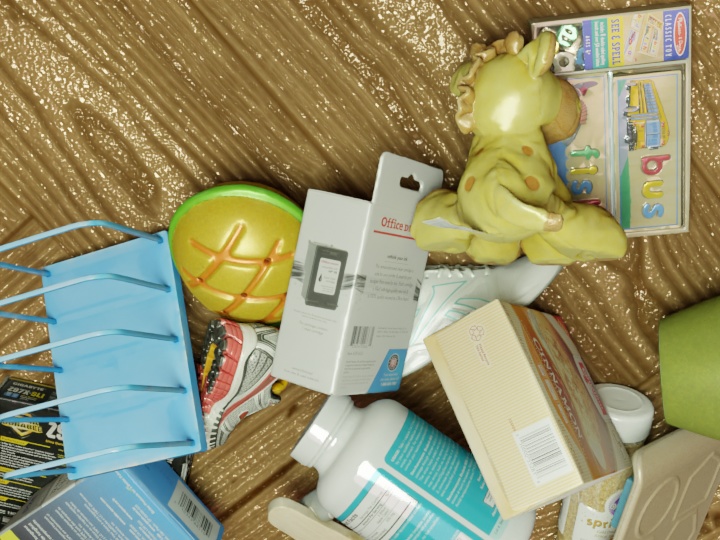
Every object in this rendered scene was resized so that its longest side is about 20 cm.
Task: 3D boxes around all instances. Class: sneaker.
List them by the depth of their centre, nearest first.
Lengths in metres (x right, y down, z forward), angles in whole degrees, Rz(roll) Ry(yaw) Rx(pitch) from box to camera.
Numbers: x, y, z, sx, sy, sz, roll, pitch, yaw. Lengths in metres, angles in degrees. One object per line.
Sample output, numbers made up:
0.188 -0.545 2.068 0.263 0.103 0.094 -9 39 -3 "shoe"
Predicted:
0.089 0.024 0.923 0.200 0.070 0.080 -29 88 8 "sneaker"
-0.109 0.112 0.933 0.082 0.078 0.200 3 151 -18 "sneaker"

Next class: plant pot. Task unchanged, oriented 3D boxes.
0.365 0.085 0.879 0.199 0.187 0.188 -5 113 19 "plant pot"

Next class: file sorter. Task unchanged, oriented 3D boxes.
-0.234 0.070 0.873 0.138 0.123 0.201 -15 77 17 "file sorter"

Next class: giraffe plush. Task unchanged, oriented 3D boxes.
0.120 -0.098 0.817 0.172 0.200 0.163 1 81 31 "giraffe plush"

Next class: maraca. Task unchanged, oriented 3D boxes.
-0.088 0.001 0.906 0.137 0.107 0.200 -14 132 19 "maraca"

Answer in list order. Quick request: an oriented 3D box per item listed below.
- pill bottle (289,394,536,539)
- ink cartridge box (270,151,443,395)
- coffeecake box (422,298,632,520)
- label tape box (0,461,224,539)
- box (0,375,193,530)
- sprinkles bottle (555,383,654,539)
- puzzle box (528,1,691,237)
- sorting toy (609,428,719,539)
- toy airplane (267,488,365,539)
0.040 0.184 0.861 0.200 0.111 0.111 36 110 0 "pill bottle"
0.000 0.000 0.869 0.067 0.116 0.201 13 93 31 "ink cartridge box"
0.147 0.115 0.857 0.073 0.200 0.154 -30 73 19 "coffeecake box"
-0.256 0.264 0.991 0.200 0.066 0.143 -34 105 17 "label tape box"
-0.274 0.205 1.028 0.199 0.049 0.160 12 110 -2 "box"
0.234 0.212 0.993 0.068 0.068 0.201 6 113 1 "sprinkles bottle"
0.217 -0.123 0.878 0.133 0.025 0.201 -6 112 5 "puzzle box"
0.283 0.236 0.966 0.036 0.185 0.201 27 118 40 "sorting toy"
0.014 0.280 1.011 0.198 0.142 0.200 10 150 10 "toy airplane"
